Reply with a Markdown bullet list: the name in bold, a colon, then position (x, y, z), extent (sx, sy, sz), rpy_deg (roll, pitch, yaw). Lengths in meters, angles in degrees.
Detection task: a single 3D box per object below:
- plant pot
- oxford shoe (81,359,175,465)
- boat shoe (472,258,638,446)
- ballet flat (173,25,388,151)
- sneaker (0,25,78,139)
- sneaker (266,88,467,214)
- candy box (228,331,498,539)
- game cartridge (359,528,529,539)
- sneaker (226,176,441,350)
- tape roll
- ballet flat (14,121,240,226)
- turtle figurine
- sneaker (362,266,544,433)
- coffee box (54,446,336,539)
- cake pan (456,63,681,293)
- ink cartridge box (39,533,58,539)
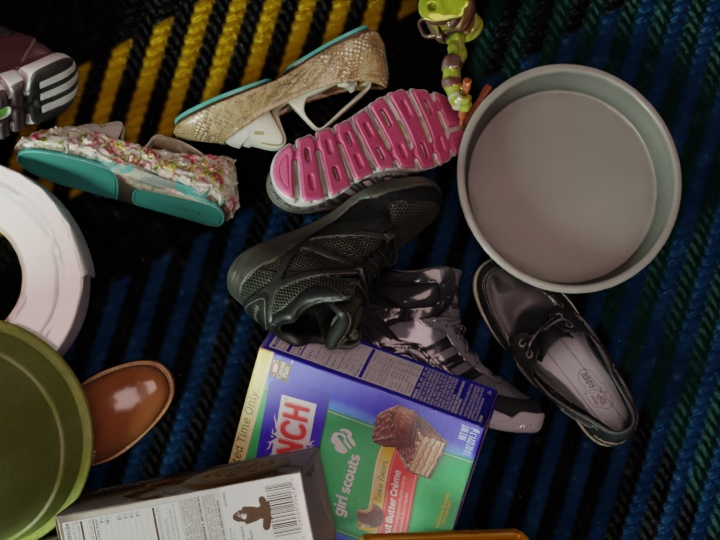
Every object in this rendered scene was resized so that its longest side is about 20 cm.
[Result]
- **plant pot**: position (-0.325, 0.149, 1.367), extent (0.197, 0.190, 0.203), rpy_deg (0, 96, 3)
- **oxford shoe**: position (-0.248, 0.140, 1.496), extent (0.199, 0.071, 0.072), rpy_deg (-30, 88, -4)
- **boat shoe**: position (0.172, 0.070, 1.511), extent (0.074, 0.066, 0.200), rpy_deg (-34, 90, -1)
- **ballet flat**: position (-0.063, -0.143, 1.508), extent (0.198, 0.071, 0.066), rpy_deg (-26, 87, -1)
- **sneaker**: position (-0.347, -0.152, 1.475), extent (0.199, 0.076, 0.115), rpy_deg (-25, 50, -35)
- **sneaker**: position (0.000, -0.099, 1.510), extent (0.198, 0.087, 0.074), rpy_deg (-23, 87, -25)
- **candy box**: position (-0.005, 0.153, 1.460), extent (0.198, 0.077, 0.171), rpy_deg (19, 114, 7)
- **game cartridge**: position (0.040, 0.305, 1.444), extent (0.175, 0.032, 0.202), rpy_deg (5, 117, -37)
- **sneaker**: position (0.000, 0.000, 1.441), extent (0.198, 0.077, 0.114), rpy_deg (-27, 53, -20)
- **tape roll**: position (-0.332, 0.007, 1.496), extent (0.200, 0.071, 0.205), rpy_deg (0, 88, -2)
- **ballet flat**: position (-0.197, -0.092, 1.511), extent (0.198, 0.076, 0.065), rpy_deg (17, 62, -6)
- **turtle figurine**: position (0.079, -0.235, 1.481), extent (0.064, 0.161, 0.203), rpy_deg (8, 80, 14)
- **sneaker**: position (0.081, 0.060, 1.503), extent (0.198, 0.075, 0.115), rpy_deg (24, 91, 2)
- **coffee box**: position (-0.128, 0.203, 1.380), extent (0.198, 0.114, 0.081), rpy_deg (-11, 92, 7)
- **cake pan**: position (0.178, -0.077, 1.515), extent (0.198, 0.037, 0.203), rpy_deg (1, 80, -7)
- **ink cartridge box**: position (-0.226, 0.320, 1.484), extent (0.146, 0.086, 0.202), rpy_deg (-20, 88, -3)
